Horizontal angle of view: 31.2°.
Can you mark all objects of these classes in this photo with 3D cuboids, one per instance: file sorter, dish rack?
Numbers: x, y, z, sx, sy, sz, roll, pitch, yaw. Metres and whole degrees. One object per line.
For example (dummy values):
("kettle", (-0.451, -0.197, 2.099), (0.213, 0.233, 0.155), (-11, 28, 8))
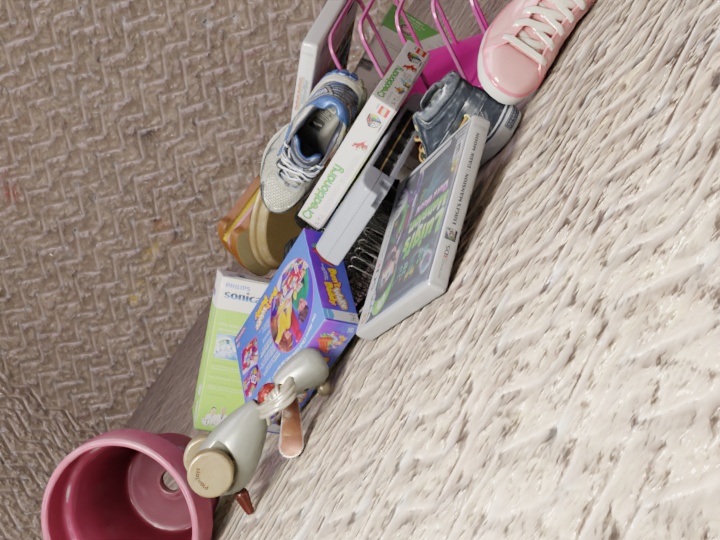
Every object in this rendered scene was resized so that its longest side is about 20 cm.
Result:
("file sorter", (0.079, -0.275, 1.505), (0.198, 0.126, 0.140), (-13, 33, 29))
("dish rack", (0.000, 0.000, 1.489), (0.154, 0.054, 0.201), (-51, 11, 41))

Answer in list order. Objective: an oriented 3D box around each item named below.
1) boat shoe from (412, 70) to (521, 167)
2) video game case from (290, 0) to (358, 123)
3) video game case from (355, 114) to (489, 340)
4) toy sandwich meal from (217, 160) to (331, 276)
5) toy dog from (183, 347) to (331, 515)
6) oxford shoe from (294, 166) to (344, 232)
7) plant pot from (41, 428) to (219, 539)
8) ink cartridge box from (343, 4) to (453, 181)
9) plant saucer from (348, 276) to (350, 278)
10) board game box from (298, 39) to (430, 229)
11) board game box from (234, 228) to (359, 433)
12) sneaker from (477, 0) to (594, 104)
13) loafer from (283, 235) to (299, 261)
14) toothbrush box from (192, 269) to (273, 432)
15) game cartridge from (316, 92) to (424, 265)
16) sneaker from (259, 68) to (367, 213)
("boat shoe", (0.086, -0.138, 1.372), (0.200, 0.090, 0.071), (-46, 14, 54))
("video game case", (-0.045, -0.253, 1.593), (0.201, 0.023, 0.183), (-67, -8, -47))
("video game case", (0.059, -0.038, 1.280), (0.200, 0.023, 0.184), (141, 147, -64))
("toy sandwich meal", (-0.112, -0.089, 1.791), (0.205, 0.070, 0.207), (-40, -38, -41))
("toy dog", (-0.101, 0.183, 1.374), (0.199, 0.096, 0.132), (-38, 12, 20))
("oxford shoe", (-0.032, -0.114, 1.702), (0.085, 0.072, 0.200), (-58, 8, -22))
("plant pot", (-0.254, 0.278, 1.540), (0.201, 0.199, 0.179), (-55, -7, 14))
("ink cartridge box", (0.052, -0.222, 1.673), (0.201, 0.145, 0.084), (-62, 6, -31))
("plant saucer", (-0.055, 0.014, 1.768), (0.201, 0.048, 0.200), (-58, 8, -7))
("board game box", (0.004, -0.151, 1.454), (0.201, 0.034, 0.127), (-55, 4, 42))
("board game box", (-0.077, 0.072, 1.470), (0.201, 0.044, 0.136), (-55, 36, 37))
("sneaker", (0.188, -0.265, 1.300), (0.201, 0.075, 0.105), (-57, 3, -28))
("loafer", (-0.054, 0.023, 1.594), (0.070, 0.068, 0.202), (-22, 40, 13))
("toothbrush box", (-0.166, 0.107, 1.714), (0.146, 0.085, 0.203), (-163, 82, -81))
("game cartridge", (0.014, -0.099, 1.424), (0.134, 0.040, 0.201), (-59, 1, 42))
("sneaker", (-0.068, -0.140, 1.494), (0.201, 0.076, 0.085), (-57, 6, 32))
